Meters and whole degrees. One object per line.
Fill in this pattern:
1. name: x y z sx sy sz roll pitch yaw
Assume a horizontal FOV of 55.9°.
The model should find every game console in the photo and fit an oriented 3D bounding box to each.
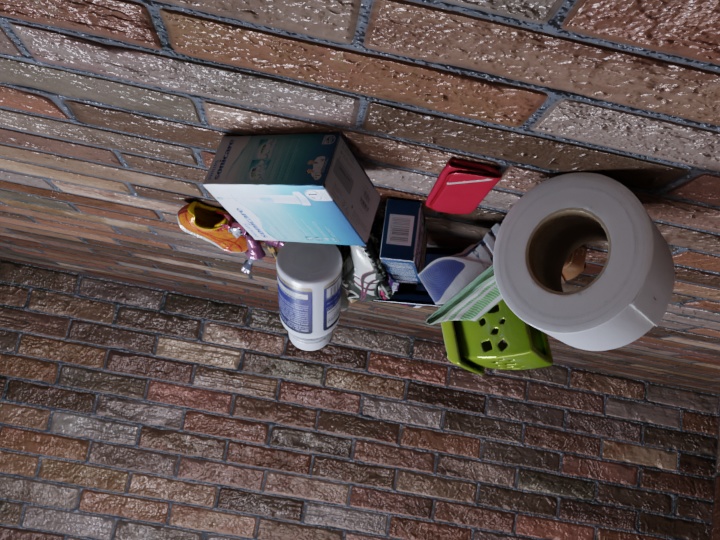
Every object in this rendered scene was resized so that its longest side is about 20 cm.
1. game console: 0.142 0.012 1.284 0.197 0.178 0.117 4 152 33

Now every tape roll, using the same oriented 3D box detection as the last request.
1. tape roll: 0.288 -0.007 0.877 0.200 0.207 0.138 2 167 36

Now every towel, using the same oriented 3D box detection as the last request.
1. towel: 0.201 0.039 1.098 0.152 0.024 0.199 -41 161 21

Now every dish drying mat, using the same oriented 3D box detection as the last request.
1. dish drying mat: 0.142 -0.113 0.966 0.075 0.019 0.200 9 170 -1

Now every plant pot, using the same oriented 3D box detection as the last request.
1. plant pot: 0.267 0.106 1.381 0.179 0.203 0.199 -17 159 22

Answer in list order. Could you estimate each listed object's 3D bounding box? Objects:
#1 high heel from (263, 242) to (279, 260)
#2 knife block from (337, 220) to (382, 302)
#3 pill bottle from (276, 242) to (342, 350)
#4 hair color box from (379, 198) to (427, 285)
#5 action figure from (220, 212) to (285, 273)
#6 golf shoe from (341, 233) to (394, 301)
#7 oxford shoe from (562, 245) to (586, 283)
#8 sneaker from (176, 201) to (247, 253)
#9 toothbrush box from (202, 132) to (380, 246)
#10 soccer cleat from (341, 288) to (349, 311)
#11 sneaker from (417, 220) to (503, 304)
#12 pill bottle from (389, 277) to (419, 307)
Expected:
1. high heel: -0.132 -0.020 1.359 0.200 0.071 0.143 41 166 41
2. knife block: -0.018 -0.015 1.277 0.174 0.065 0.200 -4 147 -50
3. pill bottle: -0.088 0.046 1.173 0.109 0.112 0.202 9 137 5
4. hair color box: 0.078 -0.044 1.167 0.059 0.102 0.200 7 170 10
5. action figure: -0.147 -0.064 1.189 0.196 0.137 0.149 10 169 -15
6. golf shoe: 0.000 0.000 1.155 0.087 0.078 0.201 -15 147 5
7. oxford shoe: 0.336 -0.035 1.122 0.070 0.072 0.200 -24 158 17
8. sneaker: -0.277 -0.085 1.388 0.198 0.074 0.076 16 159 -43
9. toothbrush box: -0.092 -0.110 0.938 0.197 0.087 0.147 3 153 29
10. soccer cleat: -0.078 -0.012 1.286 0.068 0.201 0.086 -9 145 -40
11. sneaker: 0.204 -0.009 1.146 0.198 0.081 0.115 -32 166 16
12. pill bottle: 0.092 0.017 1.452 0.197 0.114 0.111 12 170 -15
